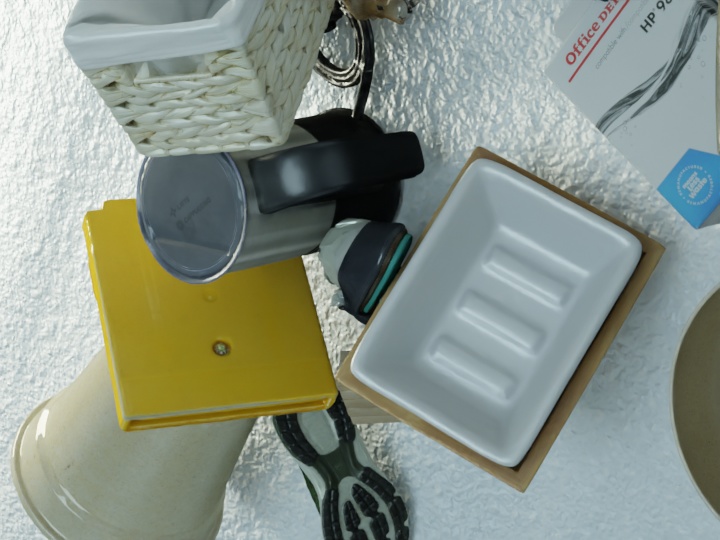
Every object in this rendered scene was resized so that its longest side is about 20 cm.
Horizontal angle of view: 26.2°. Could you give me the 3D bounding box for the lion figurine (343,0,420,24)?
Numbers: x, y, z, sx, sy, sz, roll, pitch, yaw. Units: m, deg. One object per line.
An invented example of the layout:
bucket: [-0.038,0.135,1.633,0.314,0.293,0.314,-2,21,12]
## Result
lion figurine: [0.002,-0.266,1.112,0.122,0.200,0.073,-30,47,17]

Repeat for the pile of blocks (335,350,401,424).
pile of blocks: [0.069,0.062,1.220,0.199,0.082,0.062,-23,42,31]

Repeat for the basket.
basket: [-0.106,-0.187,1.111,0.135,0.201,0.124,-2,136,21]

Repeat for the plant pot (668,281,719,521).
plant pot: [0.313,0.076,0.963,0.200,0.134,0.201,10,105,38]

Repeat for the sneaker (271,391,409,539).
sneaker: [-0.018,0.172,1.312,0.089,0.077,0.201,-152,40,-78]

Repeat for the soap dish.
soap dish: [0.100,0.035,1.102,0.157,0.081,0.201,29,82,17]

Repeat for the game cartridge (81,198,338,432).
game cartridge: [-0.124,0.028,1.253,0.032,0.175,0.201,115,145,-53]

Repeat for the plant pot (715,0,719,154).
plant pot: [0.319,-0.170,0.881,0.199,0.199,0.178,-16,78,40]

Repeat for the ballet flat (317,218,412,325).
ballet flat: [0.000,0.000,1.177,0.073,0.200,0.073,0,77,2]

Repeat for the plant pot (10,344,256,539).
plant pot: [-0.172,0.128,1.320,0.201,0.200,0.184,51,129,19]

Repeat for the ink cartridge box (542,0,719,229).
ink cartridge box: [0.207,-0.139,1.049,0.200,0.067,0.116,49,125,21]

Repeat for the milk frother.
milk frother: [-0.068,-0.113,1.201,0.180,0.188,0.201,-37,76,37]
